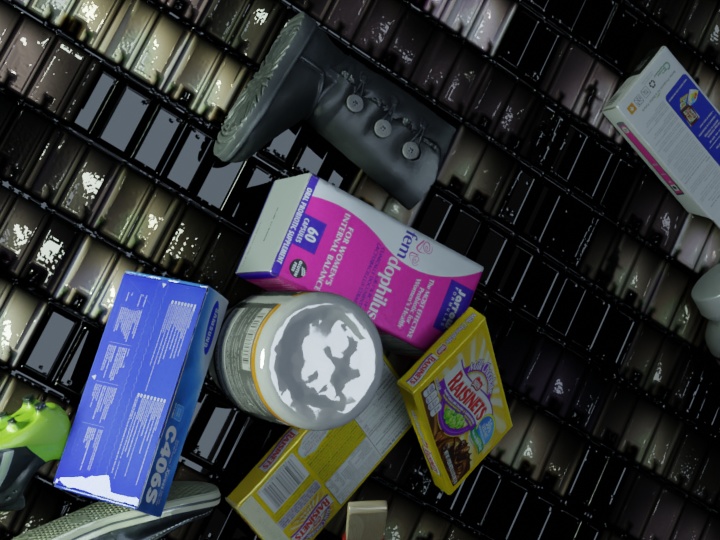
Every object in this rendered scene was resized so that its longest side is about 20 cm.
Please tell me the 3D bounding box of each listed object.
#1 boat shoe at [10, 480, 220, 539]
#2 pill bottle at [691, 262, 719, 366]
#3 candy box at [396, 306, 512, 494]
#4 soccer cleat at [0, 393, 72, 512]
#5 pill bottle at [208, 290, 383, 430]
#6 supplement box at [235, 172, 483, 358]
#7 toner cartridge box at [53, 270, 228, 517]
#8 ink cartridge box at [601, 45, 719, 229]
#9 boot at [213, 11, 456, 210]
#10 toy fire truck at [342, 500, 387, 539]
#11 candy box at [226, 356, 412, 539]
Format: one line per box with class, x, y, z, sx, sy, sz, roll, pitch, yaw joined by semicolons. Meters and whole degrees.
boat shoe;-0.217;0.240;1.248;0.198;0.075;0.063;-20;102;-17
pill bottle;0.440;0.085;1.501;0.112;0.112;0.201;-39;103;-18
candy box;0.094;0.128;1.337;0.102;0.026;0.201;-46;146;-19
soccer cleat;-0.336;0.183;1.204;0.199;0.067;0.082;-27;112;-21
pill bottle;-0.066;0.076;1.242;0.115;0.200;0.118;0;89;-22
supplement box;0.000;0.000;1.325;0.199;0.103;0.102;27;79;-22
toner cartridge box;-0.192;0.107;1.234;0.043;0.094;0.202;42;61;-60
ink cartridge box;0.355;-0.136;1.511;0.200;0.037;0.095;46;73;-13
boot;-0.021;-0.123;1.343;0.199;0.065;0.166;37;77;-22
toy fire truck;-0.039;0.284;1.262;0.174;0.129;0.202;-7;108;-21
candy box;-0.031;0.173;1.323;0.200;0.026;0.103;-47;132;-17
